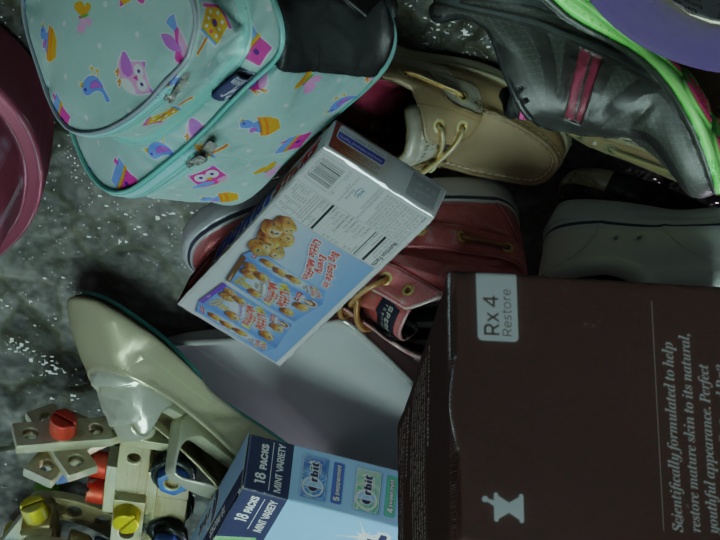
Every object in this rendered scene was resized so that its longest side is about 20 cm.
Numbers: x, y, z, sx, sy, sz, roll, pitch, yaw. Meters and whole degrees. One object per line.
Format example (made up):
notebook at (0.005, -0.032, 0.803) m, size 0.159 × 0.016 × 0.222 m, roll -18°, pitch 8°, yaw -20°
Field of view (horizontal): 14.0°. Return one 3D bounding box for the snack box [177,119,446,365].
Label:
snack box at (-0.030, -0.011, 1.609) m, size 0.072 × 0.024 × 0.200 m, roll 31°, pitch 144°, yaw -11°

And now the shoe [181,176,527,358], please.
shoe at (0.000, 0.000, 1.684) m, size 0.199 × 0.091 × 0.072 m, roll -4°, pitch 138°, yaw -9°

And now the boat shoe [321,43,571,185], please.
boat shoe at (0.026, -0.086, 1.673) m, size 0.200 × 0.069 × 0.074 m, roll 21°, pitch 133°, yaw -13°

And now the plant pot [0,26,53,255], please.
plant pot at (-0.284, -0.036, 1.681) m, size 0.199 × 0.179 × 0.200 m, roll 3°, pitch 134°, yaw 3°

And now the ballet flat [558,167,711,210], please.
ballet flat at (0.211, -0.020, 1.743) m, size 0.200 × 0.057 × 0.066 m, roll 20°, pitch 152°, yaw -5°

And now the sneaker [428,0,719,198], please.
sneaker at (0.121, -0.105, 1.601) m, size 0.200 × 0.077 × 0.084 m, roll 41°, pitch 100°, yaw 6°

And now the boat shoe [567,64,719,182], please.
boat shoe at (0.212, -0.074, 1.670) m, size 0.200 × 0.073 × 0.063 m, roll 23°, pitch 142°, yaw 0°

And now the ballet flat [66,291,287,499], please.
ballet flat at (-0.116, 0.093, 1.839) m, size 0.069 × 0.070 × 0.200 m, roll -33°, pitch 120°, yaw 32°

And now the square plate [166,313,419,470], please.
square plate at (-0.004, 0.086, 1.831) m, size 0.198 × 0.028 × 0.200 m, roll 40°, pitch 151°, yaw -29°

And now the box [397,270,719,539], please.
box at (0.114, 0.120, 1.636) m, size 0.164 × 0.166 × 0.200 m, roll 4°, pitch 152°, yaw -7°

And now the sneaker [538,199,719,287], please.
sneaker at (0.195, 0.006, 1.666) m, size 0.199 × 0.071 × 0.073 m, roll 2°, pitch 148°, yaw 27°

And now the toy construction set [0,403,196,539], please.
toy construction set at (-0.174, 0.143, 1.912) m, size 0.131 × 0.092 × 0.200 m, roll 8°, pitch 145°, yaw -1°

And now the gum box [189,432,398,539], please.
gum box at (-0.001, 0.183, 1.847) m, size 0.199 × 0.045 × 0.170 m, roll 14°, pitch 144°, yaw -12°

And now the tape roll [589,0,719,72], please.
tape roll at (0.206, -0.205, 1.527) m, size 0.199 × 0.085 × 0.200 m, roll 3°, pitch 134°, yaw 3°

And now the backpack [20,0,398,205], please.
backpack at (-0.093, -0.131, 1.562) m, size 0.153 × 0.176 × 0.200 m, roll -6°, pitch 152°, yaw -34°

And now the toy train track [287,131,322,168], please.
toy train track at (0.002, -0.025, 1.751) m, size 0.114 × 0.033 × 0.200 m, roll -23°, pitch 139°, yaw 12°
